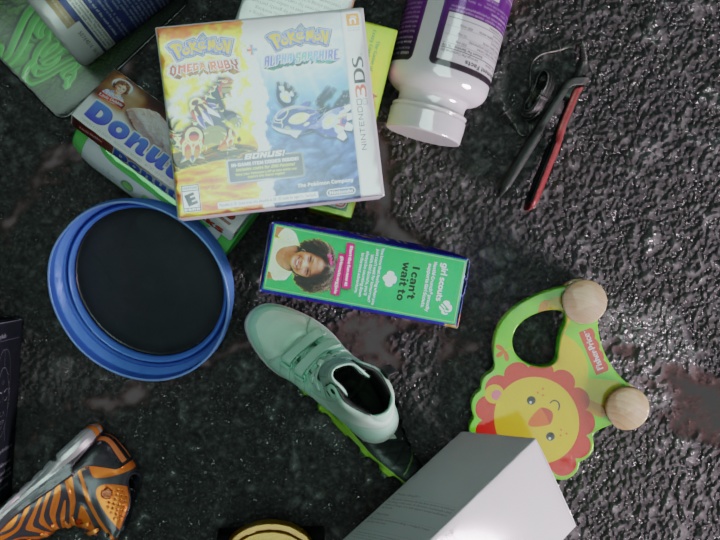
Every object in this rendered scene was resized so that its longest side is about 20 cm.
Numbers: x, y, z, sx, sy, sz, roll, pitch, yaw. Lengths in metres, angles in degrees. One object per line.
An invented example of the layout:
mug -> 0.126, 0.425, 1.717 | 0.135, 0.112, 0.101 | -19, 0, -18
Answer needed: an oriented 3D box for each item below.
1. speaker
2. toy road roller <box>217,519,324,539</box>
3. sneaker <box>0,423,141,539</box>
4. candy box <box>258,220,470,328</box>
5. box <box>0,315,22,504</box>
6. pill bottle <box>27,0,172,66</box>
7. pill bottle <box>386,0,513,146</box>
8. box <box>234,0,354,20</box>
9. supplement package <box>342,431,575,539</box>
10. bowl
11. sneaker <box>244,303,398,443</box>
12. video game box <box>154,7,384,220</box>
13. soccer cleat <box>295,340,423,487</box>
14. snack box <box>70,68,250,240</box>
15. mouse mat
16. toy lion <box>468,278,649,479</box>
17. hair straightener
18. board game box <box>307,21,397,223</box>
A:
speaker -> -0.204, -0.102, 1.178 | 0.200, 0.088, 0.088 | 37, 87, -3
toy road roller -> -0.095, 0.360, 1.150 | 0.123, 0.146, 0.200 | 0, 90, -3
sneaker -> -0.316, 0.267, 1.171 | 0.200, 0.078, 0.112 | -44, 91, -3
candy box -> 0.000, 0.000, 1.148 | 0.200, 0.169, 0.077 | 9, 92, -4
box -> -0.419, 0.145, 1.129 | 0.107, 0.148, 0.200 | 4, 89, -4
pill bottle -> -0.246, -0.315, 1.156 | 0.200, 0.111, 0.111 | -38, 92, -3
pill bottle -> 0.093, -0.239, 1.184 | 0.111, 0.111, 0.200 | 16, 89, -4
box -> -0.082, -0.218, 1.152 | 0.106, 0.152, 0.200 | 19, 89, -5
supplement package -> 0.102, 0.269, 1.129 | 0.200, 0.117, 0.117 | -36, 107, -33
bowl -> -0.227, 0.018, 1.161 | 0.200, 0.039, 0.201 | 4, 111, 11
sneaker -> -0.038, 0.088, 1.128 | 0.200, 0.118, 0.074 | 39, 73, 12
video game box -> -0.085, -0.148, 1.054 | 0.200, 0.047, 0.182 | -7, 90, -5
soccer cleat -> 0.018, 0.161, 1.201 | 0.200, 0.068, 0.081 | 45, 86, 0
snack box -> -0.191, -0.118, 1.127 | 0.200, 0.024, 0.072 | 36, 65, -3
mouse mat -> -0.310, -0.286, 1.211 | 0.200, 0.008, 0.161 | -44, 92, -2
toy lion -> 0.203, 0.129, 1.220 | 0.192, 0.069, 0.200 | -21, 91, 4
hair straightener -> 0.195, -0.170, 1.226 | 0.077, 0.041, 0.200 | 25, 88, -4
board game box -> -0.010, -0.155, 1.182 | 0.048, 0.102, 0.200 | 14, 89, -3
